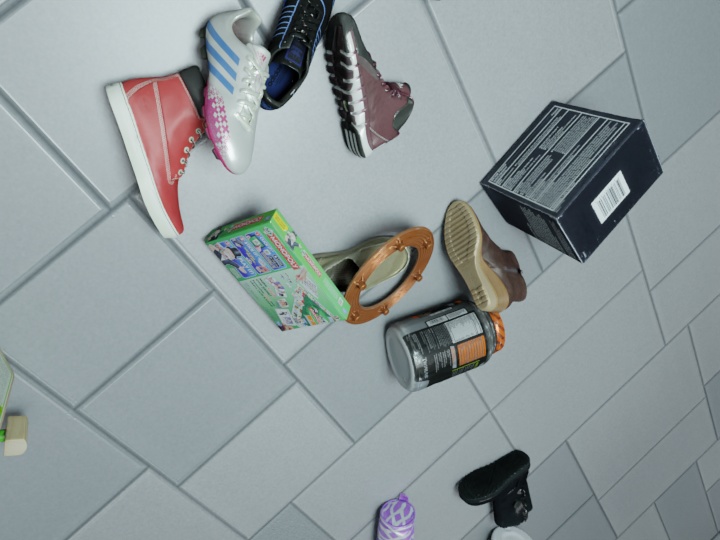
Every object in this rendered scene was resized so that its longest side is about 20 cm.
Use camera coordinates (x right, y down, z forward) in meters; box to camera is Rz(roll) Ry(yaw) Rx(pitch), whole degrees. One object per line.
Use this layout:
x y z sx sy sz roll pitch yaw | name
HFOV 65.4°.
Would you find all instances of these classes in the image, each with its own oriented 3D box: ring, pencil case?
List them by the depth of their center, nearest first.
0.050 0.015 0.908 0.198 0.019 0.203 -34 152 -20 | ring
0.074 0.586 1.195 0.085 0.082 0.206 -31 132 -53 | pencil case

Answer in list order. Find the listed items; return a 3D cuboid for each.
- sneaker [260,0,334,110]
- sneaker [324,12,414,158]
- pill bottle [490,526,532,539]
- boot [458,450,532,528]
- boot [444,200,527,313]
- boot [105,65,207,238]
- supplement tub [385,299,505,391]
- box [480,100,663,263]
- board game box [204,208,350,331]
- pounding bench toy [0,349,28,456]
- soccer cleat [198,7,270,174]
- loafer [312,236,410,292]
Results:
-0.080 -0.302 0.733 0.069 0.078 0.204 21 101 -31 | sneaker
0.020 -0.274 0.806 0.113 0.076 0.204 -26 131 -19 | sneaker
0.354 0.747 1.379 0.111 0.114 0.206 1 111 -26 | pill bottle
0.316 0.527 1.287 0.196 0.076 0.173 -21 116 -24 | boot
0.228 -0.027 1.009 0.164 0.071 0.206 -9 81 -52 | boot
-0.227 -0.152 0.734 0.141 0.072 0.205 -19 115 -19 | boot
0.153 0.128 1.008 0.195 0.122 0.126 -16 118 -19 | supplement tub
0.346 -0.154 0.934 0.200 0.198 0.123 -47 125 1 | box
-0.119 0.008 0.828 0.132 0.030 0.202 -12 129 31 | board game box
-0.527 0.171 0.692 0.152 0.124 0.205 -20 119 -17 | pounding bench toy
-0.146 -0.223 0.682 0.084 0.070 0.207 -12 82 21 | soccer cleat
0.000 0.000 0.909 0.195 0.068 0.078 -16 118 -19 | loafer
